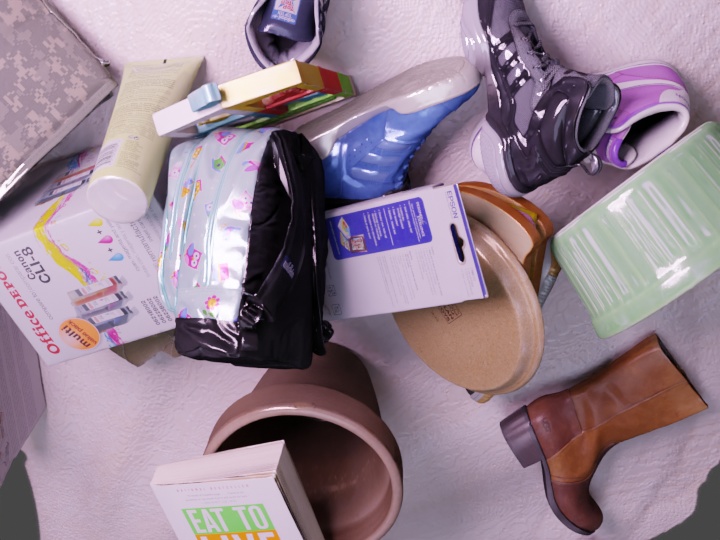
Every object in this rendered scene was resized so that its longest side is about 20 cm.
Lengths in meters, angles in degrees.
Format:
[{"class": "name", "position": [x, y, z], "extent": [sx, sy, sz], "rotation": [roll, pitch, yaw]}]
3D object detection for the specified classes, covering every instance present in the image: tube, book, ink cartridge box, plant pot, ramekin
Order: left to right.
[{"class": "ink cartridge box", "position": [-0.387, 0.116, 1.079], "extent": [0.044, 0.177, 0.202], "rotation": [4, 121, 4]}, {"class": "ink cartridge box", "position": [-0.235, -0.027, 0.993], "extent": [0.198, 0.145, 0.146], "rotation": [-17, 122, 17]}, {"class": "tube", "position": [-0.187, -0.125, 0.901], "extent": [0.058, 0.201, 0.052], "rotation": [27, 131, -22]}, {"class": "book", "position": [-0.106, 0.263, 1.014], "extent": [0.132, 0.048, 0.201], "rotation": [-10, 121, 16]}, {"class": "plant pot", "position": [-0.049, 0.165, 1.072], "extent": [0.198, 0.175, 0.202], "rotation": [3, 122, 5]}, {"class": "ink cartridge box", "position": [0.030, -0.015, 0.905], "extent": [0.199, 0.039, 0.101], "rotation": [-9, 99, 44]}, {"class": "ramekin", "position": [0.260, -0.038, 0.902], "extent": [0.200, 0.200, 0.098], "rotation": [-39, 84, 25]}]

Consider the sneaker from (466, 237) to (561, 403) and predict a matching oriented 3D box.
[{"class": "sneaker", "position": [0.135, 0.040, 1.047], "extent": [0.087, 0.076, 0.202], "rotation": [25, 120, 10]}]

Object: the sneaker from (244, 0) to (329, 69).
[{"class": "sneaker", "position": [-0.049, -0.257, 0.856], "extent": [0.069, 0.109, 0.202], "rotation": [12, 122, -1]}]

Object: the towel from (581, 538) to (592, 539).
[{"class": "towel", "position": [0.292, 0.413, 1.273], "extent": [0.199, 0.024, 0.147], "rotation": [37, 116, -18]}]

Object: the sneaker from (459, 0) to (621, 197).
[{"class": "sneaker", "position": [0.152, -0.167, 0.860], "extent": [0.113, 0.075, 0.202], "rotation": [-7, 91, 42]}]

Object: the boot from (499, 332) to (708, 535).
[{"class": "boot", "position": [0.278, 0.181, 1.125], "extent": [0.199, 0.069, 0.189], "rotation": [-31, 106, 14]}]

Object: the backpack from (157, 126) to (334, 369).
[{"class": "backpack", "position": [-0.096, -0.022, 0.877], "extent": [0.125, 0.167, 0.202], "rotation": [0, 82, 16]}]

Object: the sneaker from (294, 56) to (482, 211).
[{"class": "sneaker", "position": [0.036, -0.110, 0.954], "extent": [0.198, 0.077, 0.112], "rotation": [-24, 115, 19]}]

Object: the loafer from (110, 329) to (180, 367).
[{"class": "loafer", "position": [-0.182, 0.044, 1.077], "extent": [0.198, 0.076, 0.068], "rotation": [-20, 118, 29]}]

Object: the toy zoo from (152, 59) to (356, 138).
[{"class": "toy zoo", "position": [-0.089, -0.142, 0.884], "extent": [0.130, 0.200, 0.021], "rotation": [-17, 92, 15]}]

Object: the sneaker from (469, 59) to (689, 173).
[{"class": "sneaker", "position": [0.187, -0.120, 0.910], "extent": [0.199, 0.115, 0.073], "rotation": [-20, 119, 19]}]

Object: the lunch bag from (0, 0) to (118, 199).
[{"class": "lunch bag", "position": [-0.338, -0.163, 0.936], "extent": [0.200, 0.118, 0.164], "rotation": [-44, 107, -5]}]

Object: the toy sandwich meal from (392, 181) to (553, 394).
[{"class": "toy sandwich meal", "position": [0.102, 0.015, 0.946], "extent": [0.204, 0.070, 0.207], "rotation": [29, 134, 35]}]
